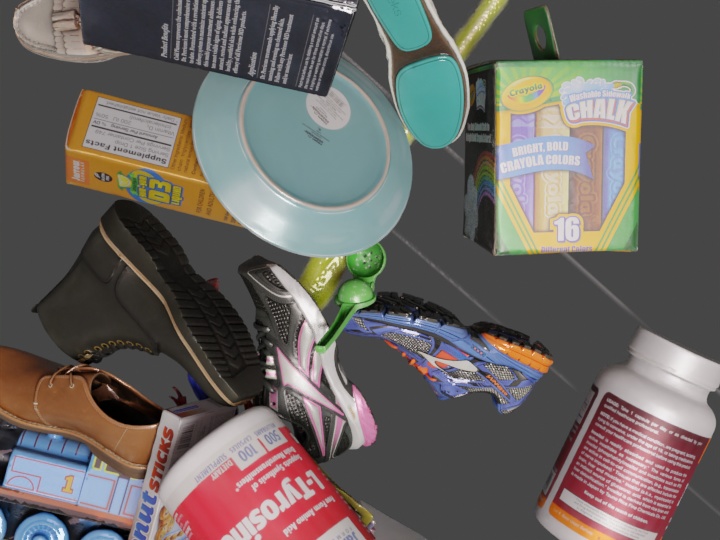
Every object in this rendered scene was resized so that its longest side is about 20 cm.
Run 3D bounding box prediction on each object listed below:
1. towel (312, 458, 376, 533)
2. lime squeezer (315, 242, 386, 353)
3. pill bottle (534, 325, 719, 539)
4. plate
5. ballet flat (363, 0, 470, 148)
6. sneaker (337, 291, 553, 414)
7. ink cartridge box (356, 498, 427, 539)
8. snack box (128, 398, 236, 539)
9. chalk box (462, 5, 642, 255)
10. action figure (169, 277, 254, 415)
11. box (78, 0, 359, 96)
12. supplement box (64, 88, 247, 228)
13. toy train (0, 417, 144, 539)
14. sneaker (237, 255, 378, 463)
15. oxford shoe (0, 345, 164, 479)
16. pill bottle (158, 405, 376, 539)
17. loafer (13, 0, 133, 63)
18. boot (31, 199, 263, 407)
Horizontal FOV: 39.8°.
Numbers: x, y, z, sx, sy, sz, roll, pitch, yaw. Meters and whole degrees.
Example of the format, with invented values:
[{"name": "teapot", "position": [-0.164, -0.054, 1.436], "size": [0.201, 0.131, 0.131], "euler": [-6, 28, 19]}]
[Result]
[{"name": "towel", "position": [-0.090, 0.229, 0.864], "size": [0.144, 0.023, 0.200], "euler": [43, 113, 10]}, {"name": "lime squeezer", "position": [0.000, 0.000, 0.862], "size": [0.038, 0.071, 0.200], "euler": [14, 59, 3]}, {"name": "pill bottle", "position": [0.248, 0.158, 0.901], "size": [0.113, 0.113, 0.200], "euler": [23, 96, -9]}, {"name": "plate", "position": [-0.040, -0.108, 0.821], "size": [0.200, 0.026, 0.201], "euler": [10, 66, -24]}, {"name": "ballet flat", "position": [0.049, -0.194, 0.839], "size": [0.069, 0.069, 0.200], "euler": [-28, 134, -2]}, {"name": "sneaker", "position": [0.072, 0.077, 0.893], "size": [0.200, 0.075, 0.079], "euler": [19, 99, -7]}, {"name": "ink cartridge box", "position": [-0.019, 0.321, 0.879], "size": [0.083, 0.145, 0.200], "euler": [35, 93, -9]}, {"name": "snack box", "position": [-0.159, 0.205, 0.838], "size": [0.024, 0.072, 0.200], "euler": [24, 105, 27]}, {"name": "chalk box", "position": [0.159, -0.120, 0.846], "size": [0.124, 0.125, 0.200], "euler": [-1, 99, -6]}, {"name": "action figure", "position": [-0.128, 0.111, 0.885], "size": [0.065, 0.052, 0.200], "euler": [-13, 102, 9]}, {"name": "box", "position": [-0.096, -0.263, 0.760], "size": [0.196, 0.124, 0.200], "euler": [12, 66, -9]}, {"name": "supplement box", "position": [-0.143, -0.088, 0.837], "size": [0.200, 0.067, 0.069], "euler": [15, 63, -7]}, {"name": "toy train", "position": [-0.264, 0.195, 0.870], "size": [0.200, 0.087, 0.114], "euler": [16, 87, -7]}, {"name": "sneaker", "position": [-0.061, 0.086, 0.867], "size": [0.086, 0.080, 0.200], "euler": [-30, 99, -14]}, {"name": "oxford shoe", "position": [-0.244, 0.101, 0.842], "size": [0.200, 0.071, 0.071], "euler": [21, 130, 8]}, {"name": "pill bottle", "position": [-0.054, 0.212, 0.761], "size": [0.112, 0.112, 0.200], "euler": [-41, 76, 1]}, {"name": "loafer", "position": [-0.190, -0.211, 0.826], "size": [0.200, 0.063, 0.072], "euler": [-2, 99, -6]}, {"name": "boot", "position": [-0.181, 0.060, 0.834], "size": [0.138, 0.077, 0.200], "euler": [-44, 69, 20]}]
